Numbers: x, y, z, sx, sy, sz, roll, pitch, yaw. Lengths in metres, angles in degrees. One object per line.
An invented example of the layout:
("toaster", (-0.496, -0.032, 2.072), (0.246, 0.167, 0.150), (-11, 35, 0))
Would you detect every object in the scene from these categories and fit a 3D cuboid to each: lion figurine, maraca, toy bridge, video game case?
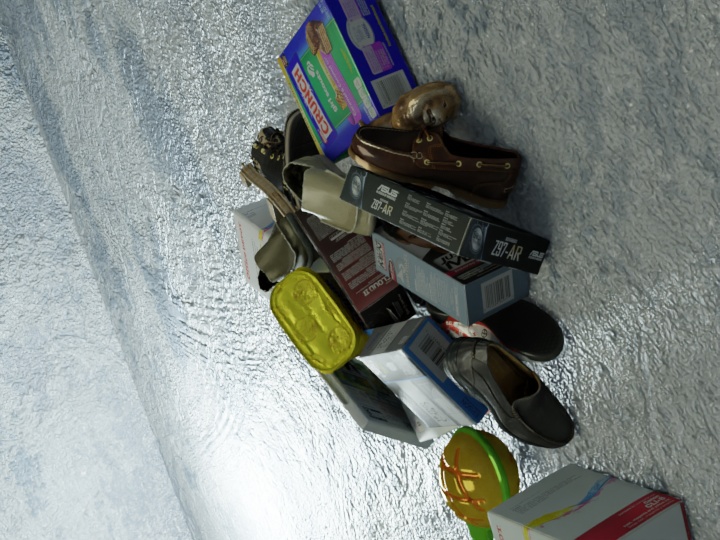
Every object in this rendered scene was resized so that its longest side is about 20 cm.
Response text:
("lion figurine", (0.068, -0.150, 1.360), (0.201, 0.121, 0.073), (79, 171, -59))
("maraca", (0.160, 0.300, 1.511), (0.138, 0.106, 0.202), (56, 153, 37))
("toy bridge", (-0.129, -0.101, 1.710), (0.200, 0.027, 0.067), (49, 166, 22))
("video game case", (0.009, 0.190, 1.668), (0.183, 0.022, 0.199), (48, -168, 34))

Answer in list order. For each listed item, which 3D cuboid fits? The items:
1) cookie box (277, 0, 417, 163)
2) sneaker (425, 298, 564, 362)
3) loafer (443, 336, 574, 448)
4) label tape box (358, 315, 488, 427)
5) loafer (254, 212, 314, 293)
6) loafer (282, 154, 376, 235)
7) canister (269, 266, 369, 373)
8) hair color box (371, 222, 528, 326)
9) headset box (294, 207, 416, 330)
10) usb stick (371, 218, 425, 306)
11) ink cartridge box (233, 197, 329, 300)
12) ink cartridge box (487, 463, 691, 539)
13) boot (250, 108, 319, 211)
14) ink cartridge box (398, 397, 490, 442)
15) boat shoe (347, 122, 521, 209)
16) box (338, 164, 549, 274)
("cookie box", (-0.020, -0.255, 1.449), (0.173, 0.074, 0.200), (64, 155, 3))
("sneaker", (0.178, 0.087, 1.365), (0.200, 0.068, 0.108), (20, 151, 38))
("loafer", (0.189, 0.149, 1.300), (0.199, 0.074, 0.072), (35, 155, -21))
("label tape box", (0.076, 0.139, 1.452), (0.144, 0.063, 0.199), (45, 157, -11))
("loafer", (-0.118, -0.014, 1.631), (0.076, 0.069, 0.201), (57, 159, 20))
("loafer", (-0.043, -0.097, 1.439), (0.200, 0.067, 0.077), (36, 128, 54))
("canister", (-0.047, 0.069, 1.631), (0.149, 0.086, 0.200), (53, -170, 7))
("hair color box", (0.109, -0.011, 1.368), (0.199, 0.098, 0.061), (32, 138, 50))
("headset box", (0.000, 0.000, 1.556), (0.201, 0.074, 0.149), (56, 179, 22))
("usb stick", (0.044, -0.041, 1.548), (0.201, 0.032, 0.056), (57, 147, 21))
("ink cartridge box", (-0.124, -0.018, 1.832), (0.199, 0.083, 0.147), (34, 139, 48))
("ink cartridge box", (0.272, 0.337, 1.280), (0.199, 0.143, 0.148), (8, 117, 61))
("boot", (-0.113, -0.182, 1.695), (0.150, 0.073, 0.202), (42, 153, 41))
("ink cartridge box", (0.104, 0.153, 1.572), (0.164, 0.056, 0.200), (65, 159, 6))
("boat shoe", (0.086, -0.135, 1.254), (0.071, 0.197, 0.071), (-79, 4, -50))
("box", (0.096, -0.059, 1.263), (0.199, 0.159, 0.044), (28, 101, 42))
